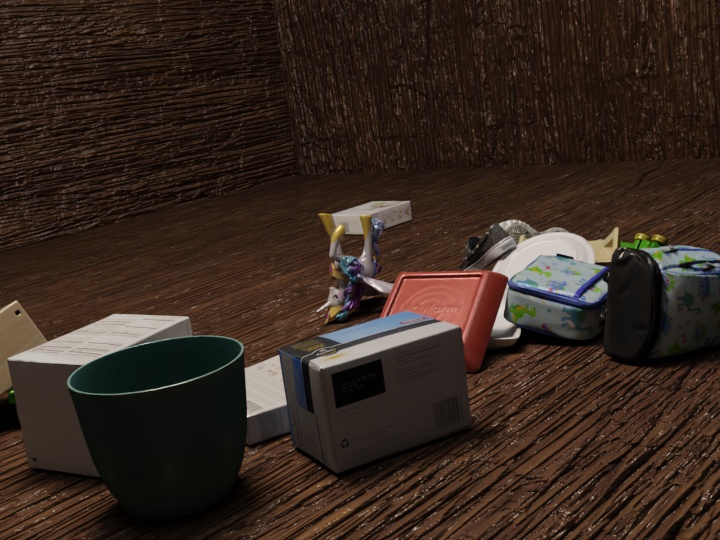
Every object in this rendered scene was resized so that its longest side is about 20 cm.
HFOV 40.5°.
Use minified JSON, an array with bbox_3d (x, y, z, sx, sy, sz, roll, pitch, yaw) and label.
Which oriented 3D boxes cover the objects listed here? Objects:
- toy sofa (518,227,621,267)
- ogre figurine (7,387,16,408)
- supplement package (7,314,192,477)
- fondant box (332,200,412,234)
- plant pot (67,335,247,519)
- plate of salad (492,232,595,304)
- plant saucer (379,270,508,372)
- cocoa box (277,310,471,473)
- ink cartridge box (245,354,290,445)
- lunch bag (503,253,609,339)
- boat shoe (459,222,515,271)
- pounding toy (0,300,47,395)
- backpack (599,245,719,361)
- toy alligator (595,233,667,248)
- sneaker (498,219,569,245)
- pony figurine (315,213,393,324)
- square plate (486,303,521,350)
[{"bbox_3d":[0.397,-0.012,1.843,0.197,0.099,0.083,-3,37,21],"label":"toy sofa"},{"bbox_3d":[-0.428,0.161,1.504,0.198,0.099,0.120,-27,22,-2],"label":"ogre figurine"},{"bbox_3d":[-0.334,0.161,1.308,0.149,0.154,0.199,0,14,30],"label":"supplement package"},{"bbox_3d":[0.030,-0.149,2.739,0.143,0.059,0.199,3,17,41],"label":"fondant box"},{"bbox_3d":[-0.219,0.182,1.112,0.197,0.164,0.201,-7,12,2],"label":"plant pot"},{"bbox_3d":[0.327,0.006,1.752,0.198,0.048,0.201,-21,36,16],"label":"plate of salad"},{"bbox_3d":[0.111,0.068,1.506,0.197,0.037,0.201,-2,42,28],"label":"plant saucer"},{"bbox_3d":[0.017,0.143,1.204,0.197,0.136,0.131,-14,13,-27],"label":"cocoa box"},{"bbox_3d":[-0.123,0.174,1.370,0.174,0.045,0.199,-16,15,-29],"label":"ink cartridge box"},{"bbox_3d":[0.329,0.041,1.553,0.159,0.084,0.199,17,22,28],"label":"lunch bag"},{"bbox_3d":[0.233,-0.039,1.896,0.069,0.067,0.200,-31,-6,-20],"label":"boat shoe"},{"bbox_3d":[-0.611,0.136,1.500,0.184,0.143,0.199,-41,14,-34],"label":"pounding toy"},{"bbox_3d":[0.455,0.042,1.381,0.198,0.166,0.153,-9,18,-39],"label":"backpack"},{"bbox_3d":[0.538,-0.034,1.890,0.054,0.060,0.199,34,-14,-31],"label":"toy alligator"},{"bbox_3d":[0.332,-0.043,1.976,0.197,0.079,0.099,10,-27,-25],"label":"sneaker"},{"bbox_3d":[0.000,0.000,1.833,0.191,0.204,0.166,3,-3,-35],"label":"pony figurine"},{"bbox_3d":[0.166,0.096,1.582,0.197,0.029,0.198,-5,13,14],"label":"square plate"}]
